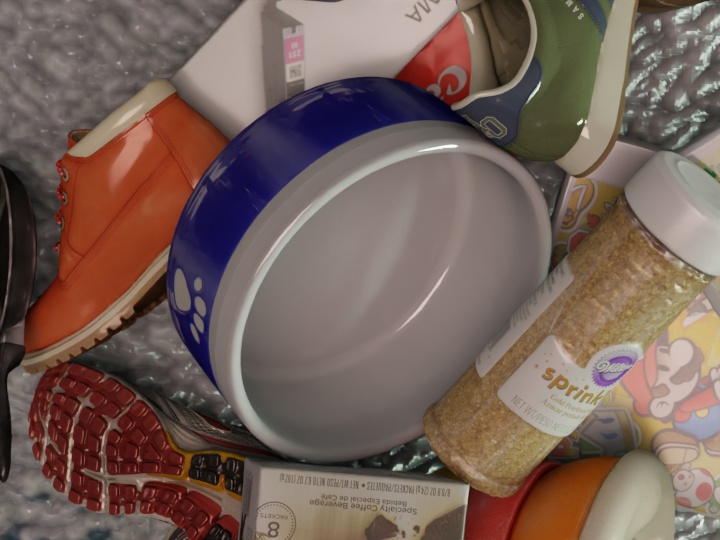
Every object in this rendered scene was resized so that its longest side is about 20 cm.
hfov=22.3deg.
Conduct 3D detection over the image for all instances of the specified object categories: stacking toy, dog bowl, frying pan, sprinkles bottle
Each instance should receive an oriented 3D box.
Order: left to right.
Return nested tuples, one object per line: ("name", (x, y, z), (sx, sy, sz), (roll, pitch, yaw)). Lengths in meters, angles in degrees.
("frying pan", (-0.197, 0.014, 1.019), (0.031, 0.190, 0.115), (2, 125, -27))
("dog bowl", (0.000, 0.000, 0.980), (0.200, 0.079, 0.200), (-20, 132, -24))
("stacking toy", (0.069, 0.154, 1.048), (0.200, 0.146, 0.146), (13, 105, 25))
("sprinkles bottle", (0.117, 0.030, 0.958), (0.068, 0.068, 0.200), (38, 113, -4))

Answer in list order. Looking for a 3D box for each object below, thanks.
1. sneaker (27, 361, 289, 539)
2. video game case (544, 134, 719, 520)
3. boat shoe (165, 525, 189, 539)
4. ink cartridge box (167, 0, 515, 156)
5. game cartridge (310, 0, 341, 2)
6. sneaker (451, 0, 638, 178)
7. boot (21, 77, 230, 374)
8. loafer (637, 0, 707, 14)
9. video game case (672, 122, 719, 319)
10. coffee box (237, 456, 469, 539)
("sneaker", (-0.109, 0.117, 1.078), (0.200, 0.082, 0.078), (29, 99, 16))
("video game case", (0.184, 0.036, 1.055), (0.182, 0.023, 0.200), (17, 104, 2))
("boat shoe", (-0.034, 0.216, 1.096), (0.200, 0.065, 0.072), (39, 104, -4))
("ink cartridge box", (0.012, -0.107, 1.030), (0.174, 0.044, 0.200), (44, 103, -4))
("game cartridge", (-0.105, -0.179, 0.959), (0.200, 0.133, 0.040), (13, 93, 29))
("sneaker", (0.094, -0.154, 0.951), (0.090, 0.067, 0.200), (14, 73, -24))
("boot", (-0.144, -0.023, 1.040), (0.200, 0.075, 0.107), (-39, 92, 27))
("loafer", (0.229, -0.183, 0.978), (0.200, 0.067, 0.076), (-21, 100, 10))
("video game case", (0.276, -0.026, 0.963), (0.200, 0.022, 0.182), (-32, 98, 13))
("coffee box", (-0.013, 0.205, 0.965), (0.113, 0.080, 0.200), (6, 87, -9))
